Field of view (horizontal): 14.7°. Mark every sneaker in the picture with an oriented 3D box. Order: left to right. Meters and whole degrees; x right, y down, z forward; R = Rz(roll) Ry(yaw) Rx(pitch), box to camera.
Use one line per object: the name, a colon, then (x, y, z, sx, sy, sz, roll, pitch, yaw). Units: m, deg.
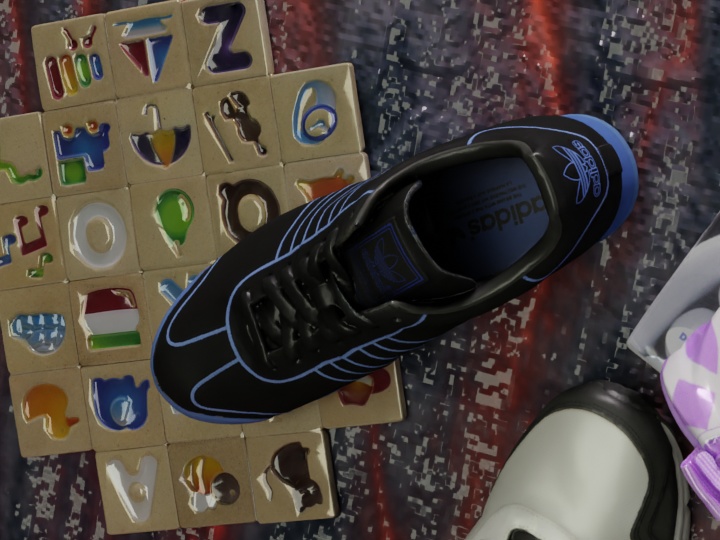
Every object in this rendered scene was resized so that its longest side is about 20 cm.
sneaker: (0.000, 0.000, 0.982, 0.200, 0.078, 0.070, -29, 84, 21)
sneaker: (0.052, 0.132, 0.979, 0.074, 0.080, 0.200, 28, 105, 22)

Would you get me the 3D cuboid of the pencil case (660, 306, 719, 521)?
pencil case: (0.176, -0.002, 0.854, 0.084, 0.085, 0.200, 48, 111, 16)

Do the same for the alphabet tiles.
alphabet tiles: (-0.067, -0.001, 1.060, 0.166, 0.006, 0.200, -8, 92, 25)

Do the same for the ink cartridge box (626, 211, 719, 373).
ink cartridge box: (0.220, 0.007, 0.905, 0.198, 0.043, 0.200, 39, 109, 17)
